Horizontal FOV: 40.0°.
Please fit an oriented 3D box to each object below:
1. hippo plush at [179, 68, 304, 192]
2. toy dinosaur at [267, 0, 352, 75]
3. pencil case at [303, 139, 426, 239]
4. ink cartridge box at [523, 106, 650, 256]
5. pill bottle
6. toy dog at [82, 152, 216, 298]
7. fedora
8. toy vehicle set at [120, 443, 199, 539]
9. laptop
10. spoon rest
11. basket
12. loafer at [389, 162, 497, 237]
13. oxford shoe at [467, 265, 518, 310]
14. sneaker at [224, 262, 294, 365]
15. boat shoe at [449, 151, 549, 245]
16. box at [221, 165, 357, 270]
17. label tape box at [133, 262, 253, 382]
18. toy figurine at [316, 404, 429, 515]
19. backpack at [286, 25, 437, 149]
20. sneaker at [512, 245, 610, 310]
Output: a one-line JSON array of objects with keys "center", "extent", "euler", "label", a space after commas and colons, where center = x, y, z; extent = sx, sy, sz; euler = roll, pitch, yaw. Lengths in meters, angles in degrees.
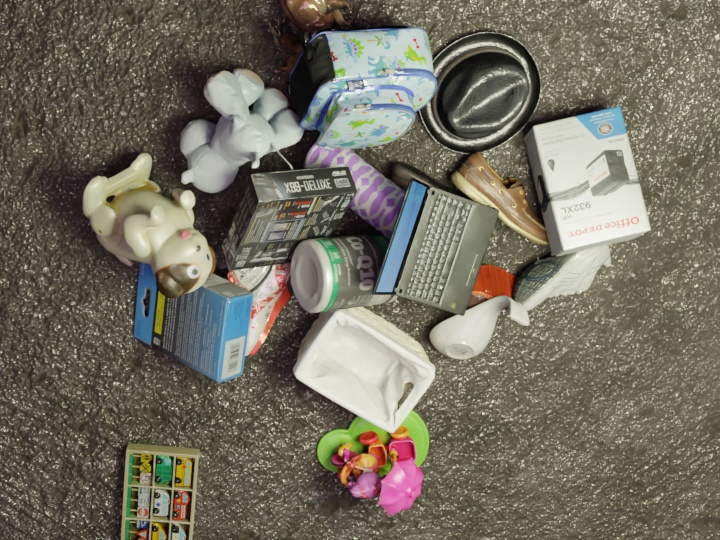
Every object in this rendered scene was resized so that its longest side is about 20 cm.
[{"center": [-0.185, -0.188, 1.502], "extent": [0.161, 0.159, 0.201], "euler": [-40, 66, 34], "label": "hippo plush"}, {"center": [-0.087, -0.395, 1.472], "extent": [0.134, 0.086, 0.202], "euler": [-14, 102, 7], "label": "toy dinosaur"}, {"center": [0.006, -0.134, 1.528], "extent": [0.200, 0.084, 0.086], "euler": [39, 74, 5], "label": "pencil case"}, {"center": [0.354, -0.137, 1.549], "extent": [0.144, 0.084, 0.202], "euler": [-13, 85, -2], "label": "ink cartridge box"}, {"center": [0.000, 0.000, 1.547], "extent": [0.199, 0.113, 0.114], "euler": [-7, 110, -34], "label": "pill bottle"}, {"center": [-0.314, -0.046, 1.498], "extent": [0.199, 0.139, 0.195], "euler": [37, 123, 15], "label": "toy dog"}, {"center": [0.190, -0.268, 1.524], "extent": [0.199, 0.092, 0.202], "euler": [-1, 107, -4], "label": "fedora"}, {"center": [-0.349, 0.400, 1.717], "extent": [0.123, 0.027, 0.202], "euler": [5, 106, -6], "label": "toy vehicle set"}, {"center": [0.116, -0.030, 1.480], "extent": [0.199, 0.103, 0.179], "euler": [17, 95, -21], "label": "laptop"}, {"center": [0.195, 0.093, 1.619], "extent": [0.099, 0.061, 0.200], "euler": [28, 143, -26], "label": "spoon rest"}, {"center": [0.004, 0.146, 1.620], "extent": [0.199, 0.123, 0.136], "euler": [32, 102, -12], "label": "basket"}, {"center": [0.127, -0.099, 1.589], "extent": [0.199, 0.073, 0.071], "euler": [30, 107, -3], "label": "loafer"}, {"center": [0.191, 0.035, 1.643], "extent": [0.198, 0.072, 0.073], "euler": [15, 139, -16], "label": "oxford shoe"}, {"center": [-0.185, 0.053, 1.606], "extent": [0.107, 0.067, 0.202], "euler": [31, 99, -12], "label": "sneaker"}, {"center": [0.239, -0.113, 1.588], "extent": [0.199, 0.072, 0.068], "euler": [36, 103, -11], "label": "boat shoe"}, {"center": [-0.111, -0.076, 1.493], "extent": [0.156, 0.050, 0.200], "euler": [-8, 154, -25], "label": "box"}, {"center": [-0.270, 0.072, 1.588], "extent": [0.199, 0.063, 0.145], "euler": [23, 113, 32], "label": "label tape box"}, {"center": [0.028, 0.331, 1.646], "extent": [0.198, 0.184, 0.152], "euler": [-7, 107, -2], "label": "toy figurine"}, {"center": [0.011, -0.266, 1.455], "extent": [0.198, 0.183, 0.148], "euler": [-12, 79, -17], "label": "backpack"}, {"center": [0.337, 0.010, 1.619], "extent": [0.199, 0.074, 0.087], "euler": [-36, 116, -9], "label": "sneaker"}]
